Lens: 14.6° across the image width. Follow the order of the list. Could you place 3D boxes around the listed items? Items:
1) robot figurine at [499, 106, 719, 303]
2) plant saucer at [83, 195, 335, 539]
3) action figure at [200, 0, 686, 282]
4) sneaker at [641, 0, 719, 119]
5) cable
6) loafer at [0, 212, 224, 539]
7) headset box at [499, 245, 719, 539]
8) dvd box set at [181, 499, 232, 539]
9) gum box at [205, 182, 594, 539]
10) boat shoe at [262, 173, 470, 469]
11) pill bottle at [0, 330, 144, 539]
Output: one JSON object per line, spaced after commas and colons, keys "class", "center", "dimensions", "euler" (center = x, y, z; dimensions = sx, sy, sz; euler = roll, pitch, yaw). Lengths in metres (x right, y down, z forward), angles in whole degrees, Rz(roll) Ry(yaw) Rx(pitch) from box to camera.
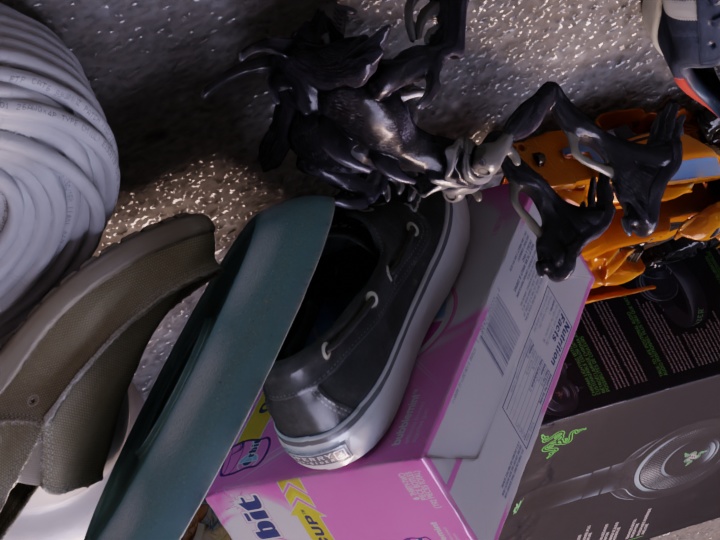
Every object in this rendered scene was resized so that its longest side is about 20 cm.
{"class": "robot figurine", "center": [0.151, -0.034, 1.386], "dimensions": [0.199, 0.058, 0.145], "euler": [-11, 149, -25]}
{"class": "plant saucer", "center": [-0.068, 0.053, 1.162], "dimensions": [0.027, 0.201, 0.201], "euler": [27, 134, -6]}
{"class": "action figure", "center": [0.032, -0.072, 1.194], "dimensions": [0.199, 0.103, 0.119], "euler": [23, 139, -21]}
{"class": "sneaker", "center": [0.163, -0.132, 1.209], "dimensions": [0.075, 0.085, 0.200], "euler": [-24, 151, -3]}
{"class": "cable", "center": [-0.195, -0.027, 1.110], "dimensions": [0.199, 0.070, 0.200], "euler": [1, 142, -42]}
{"class": "loafer", "center": [-0.125, 0.057, 1.169], "dimensions": [0.200, 0.068, 0.076], "euler": [-43, 177, 8]}
{"class": "headset box", "center": [0.131, 0.073, 1.509], "dimensions": [0.199, 0.093, 0.175], "euler": [-14, 148, -20]}
{"class": "dvd box set", "center": [-0.060, 0.125, 1.385], "dimensions": [0.029, 0.147, 0.200], "euler": [11, 136, -41]}
{"class": "gum box", "center": [0.023, 0.047, 1.260], "dimensions": [0.113, 0.201, 0.066], "euler": [-12, 124, 31]}
{"class": "boat shoe", "center": [0.000, 0.000, 1.221], "dimensions": [0.068, 0.201, 0.057], "euler": [-14, 125, 24]}
{"class": "pill bottle", "center": [-0.150, 0.101, 1.308], "dimensions": [0.113, 0.114, 0.200], "euler": [-19, 150, -12]}
